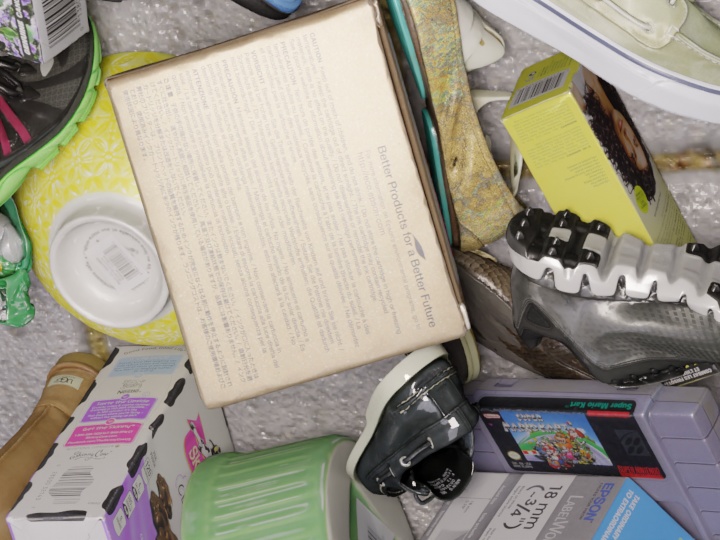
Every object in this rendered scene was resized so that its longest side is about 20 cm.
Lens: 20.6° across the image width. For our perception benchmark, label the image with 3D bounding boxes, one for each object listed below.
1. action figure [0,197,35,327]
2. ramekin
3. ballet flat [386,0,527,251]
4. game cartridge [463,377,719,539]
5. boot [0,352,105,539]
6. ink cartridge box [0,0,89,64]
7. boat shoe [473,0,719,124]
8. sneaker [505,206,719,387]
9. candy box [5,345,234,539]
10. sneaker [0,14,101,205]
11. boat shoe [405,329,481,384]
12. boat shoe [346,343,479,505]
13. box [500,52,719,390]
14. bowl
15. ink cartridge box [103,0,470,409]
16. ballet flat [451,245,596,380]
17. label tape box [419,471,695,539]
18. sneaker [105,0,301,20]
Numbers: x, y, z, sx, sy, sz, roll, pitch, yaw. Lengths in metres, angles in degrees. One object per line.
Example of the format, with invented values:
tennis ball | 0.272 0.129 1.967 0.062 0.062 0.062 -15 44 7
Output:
action figure | -0.259 -0.051 1.253 0.201 0.054 0.118 58 138 12
ramekin | -0.029 0.206 1.302 0.097 0.201 0.201 -18 114 17
ballet flat | 0.060 -0.107 1.169 0.070 0.071 0.202 -5 118 20
game cartridge | 0.151 0.123 1.241 0.199 0.039 0.130 -2 134 43
boot | -0.215 0.174 1.333 0.065 0.200 0.177 -3 119 18
ink cartridge box | -0.257 -0.201 1.173 0.198 0.050 0.110 19 132 27
boat shoe | 0.150 -0.145 1.108 0.198 0.072 0.062 26 127 4
sneaker | 0.174 0.030 1.124 0.198 0.067 0.091 15 125 11
candy box | -0.144 0.170 1.308 0.071 0.200 0.169 -4 119 18
sneaker | -0.225 -0.094 1.182 0.076 0.201 0.084 5 142 42
boat shoe | 0.000 -0.001 1.230 0.202 0.066 0.072 58 155 -14
boat shoe | 0.041 0.110 1.223 0.066 0.074 0.200 48 156 16
box | 0.155 -0.030 1.174 0.050 0.075 0.201 -20 113 27
bowl | -0.140 -0.024 1.248 0.198 0.108 0.202 8 122 12
ink cartridge box | -0.040 -0.041 1.147 0.163 0.075 0.202 -16 97 4
ballet flat | 0.126 0.041 1.247 0.199 0.047 0.067 34 155 2
label tape box | 0.119 0.194 1.198 0.199 0.145 0.064 -3 128 42
sneaker | -0.121 -0.194 1.169 0.198 0.071 0.083 21 130 10
